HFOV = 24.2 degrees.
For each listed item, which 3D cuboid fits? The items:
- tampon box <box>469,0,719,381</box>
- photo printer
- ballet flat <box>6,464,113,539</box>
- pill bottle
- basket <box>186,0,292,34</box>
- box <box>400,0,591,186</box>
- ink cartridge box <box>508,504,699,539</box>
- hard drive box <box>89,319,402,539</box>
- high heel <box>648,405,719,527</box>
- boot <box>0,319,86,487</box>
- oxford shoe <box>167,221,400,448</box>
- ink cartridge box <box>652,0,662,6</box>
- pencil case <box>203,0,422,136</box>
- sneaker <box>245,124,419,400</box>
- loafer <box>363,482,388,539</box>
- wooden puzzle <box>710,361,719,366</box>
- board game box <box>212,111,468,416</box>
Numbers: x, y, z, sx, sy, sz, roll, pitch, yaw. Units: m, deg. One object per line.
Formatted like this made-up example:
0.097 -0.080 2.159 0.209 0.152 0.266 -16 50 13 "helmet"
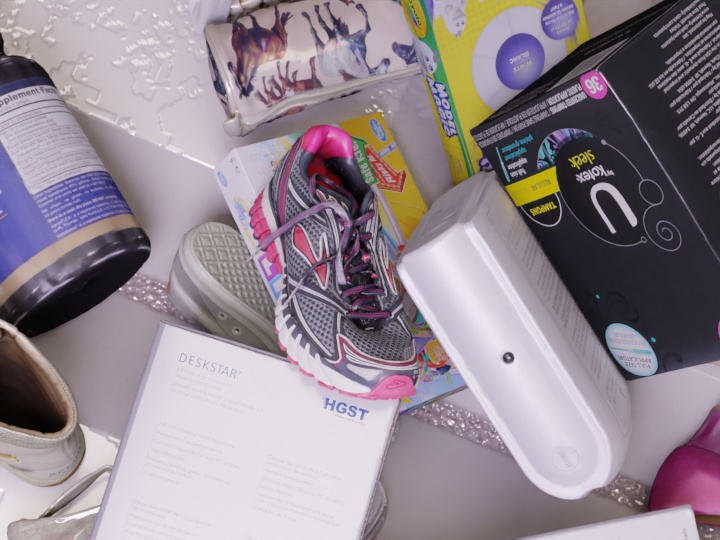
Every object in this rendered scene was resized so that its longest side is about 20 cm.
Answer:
0.197 -0.053 1.064 0.126 0.150 0.201 -38 97 -29 "tampon box"
0.107 0.045 1.084 0.069 0.166 0.201 -31 99 17 "photo printer"
-0.135 0.144 1.082 0.198 0.068 0.063 -24 70 -14 "ballet flat"
-0.231 -0.067 1.097 0.111 0.112 0.201 -31 82 -15 "pill bottle"
-0.075 -0.287 1.167 0.122 0.136 0.202 -13 78 -14 "basket"
0.102 -0.139 1.152 0.117 0.048 0.202 -27 119 -15 "box"
0.105 0.213 1.058 0.198 0.145 0.085 -9 78 -11 "ink cartridge box"
-0.075 0.151 1.004 0.154 0.077 0.202 17 79 2 "hard drive box"
0.293 0.182 1.131 0.199 0.067 0.096 39 63 8 "high heel"
-0.257 0.056 1.037 0.199 0.155 0.072 34 73 1 "boot"
-0.052 0.050 1.126 0.200 0.058 0.075 43 42 -10 "oxford shoe"
0.301 -0.233 1.205 0.146 0.145 0.202 6 75 -8 "ink cartridge box"
-0.015 -0.154 1.169 0.198 0.078 0.090 -19 54 -14 "pencil case"
-0.014 -0.004 1.008 0.080 0.075 0.201 5 42 -32 "sneaker"
-0.065 0.189 1.080 0.199 0.063 0.072 -28 80 -14 "loafer"
0.273 -0.017 1.200 0.198 0.046 0.187 11 74 -1 "wooden puzzle"
0.000 0.000 1.127 0.134 0.034 0.201 -19 78 -39 "board game box"
